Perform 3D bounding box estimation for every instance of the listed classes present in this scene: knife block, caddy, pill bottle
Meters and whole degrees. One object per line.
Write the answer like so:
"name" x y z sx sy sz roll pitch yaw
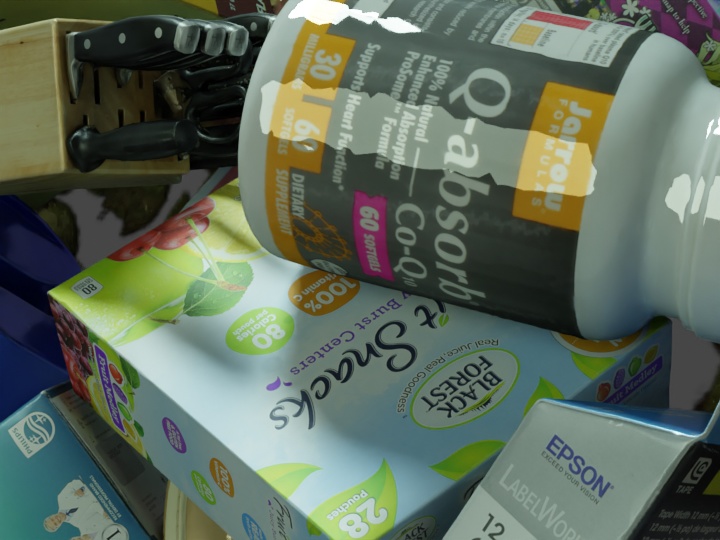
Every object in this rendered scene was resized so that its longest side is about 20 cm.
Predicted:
"knife block" -0.128 -0.070 0.840 0.198 0.176 0.065 -3 88 -1
"caddy" -0.209 0.027 0.997 0.105 0.200 0.142 -33 58 11
"pill bottle" 0.064 -0.040 0.754 0.199 0.116 0.117 14 90 21

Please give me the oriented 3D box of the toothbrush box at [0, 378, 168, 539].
"toothbrush box" -0.179 0.137 0.904 0.200 0.146 0.085 -38 89 6

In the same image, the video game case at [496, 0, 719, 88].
"video game case" 0.107 -0.108 0.798 0.181 0.036 0.200 -37 89 30

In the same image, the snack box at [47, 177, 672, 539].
"snack box" -0.001 0.036 0.815 0.200 0.168 0.068 36 148 36

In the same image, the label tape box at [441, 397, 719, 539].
"label tape box" 0.102 0.095 0.748 0.066 0.143 0.201 40 107 31

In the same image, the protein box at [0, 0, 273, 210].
"protein box" -0.188 -0.145 1.003 0.199 0.198 0.136 -31 64 31

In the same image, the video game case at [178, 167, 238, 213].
"video game case" 0.000 0.000 0.937 0.143 0.017 0.201 -46 56 22

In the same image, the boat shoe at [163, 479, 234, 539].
"boat shoe" -0.034 0.158 0.833 0.069 0.074 0.201 -16 69 16
